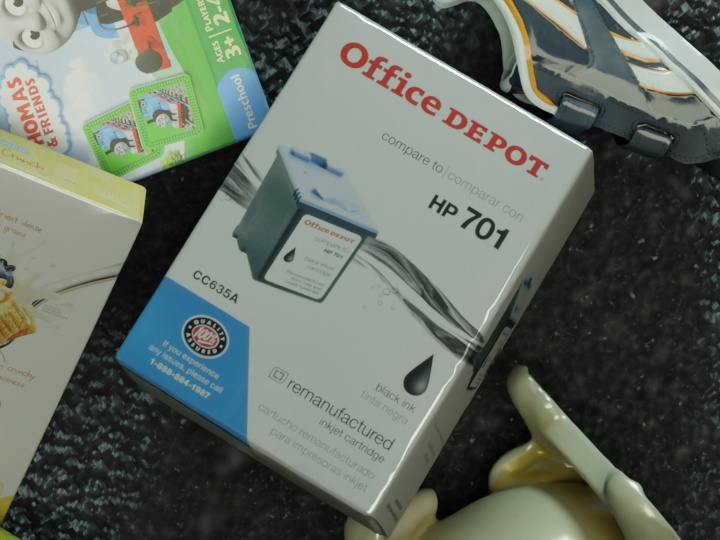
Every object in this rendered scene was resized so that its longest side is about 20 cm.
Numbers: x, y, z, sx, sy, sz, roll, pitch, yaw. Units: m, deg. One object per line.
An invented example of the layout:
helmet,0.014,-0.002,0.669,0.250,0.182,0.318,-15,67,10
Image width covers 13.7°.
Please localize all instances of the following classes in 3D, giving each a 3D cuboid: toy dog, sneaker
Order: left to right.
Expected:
toy dog,0.060,0.176,1.478,0.200,0.140,0.194,-39,140,-2
sneaker,0.119,-0.093,1.454,0.200,0.078,0.079,44,87,-3

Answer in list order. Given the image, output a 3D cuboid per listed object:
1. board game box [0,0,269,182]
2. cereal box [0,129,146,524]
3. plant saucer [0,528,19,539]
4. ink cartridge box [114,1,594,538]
board game box,-0.159,-0.104,1.427,0.199,0.037,0.152,-21,103,-4
cereal box,-0.202,0.022,1.409,0.143,0.040,0.201,21,118,-11
plant saucer,-0.245,0.195,1.430,0.199,0.048,0.200,33,107,-14
ink cartridge box,0.000,0.000,1.408,0.146,0.086,0.201,30,84,10
